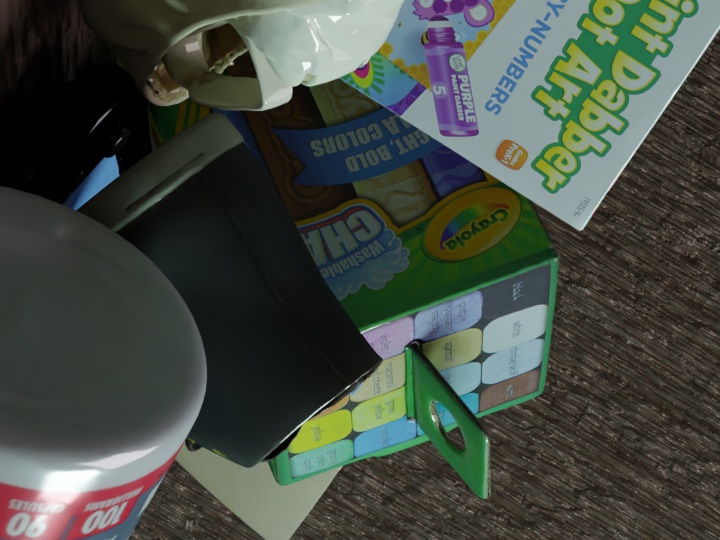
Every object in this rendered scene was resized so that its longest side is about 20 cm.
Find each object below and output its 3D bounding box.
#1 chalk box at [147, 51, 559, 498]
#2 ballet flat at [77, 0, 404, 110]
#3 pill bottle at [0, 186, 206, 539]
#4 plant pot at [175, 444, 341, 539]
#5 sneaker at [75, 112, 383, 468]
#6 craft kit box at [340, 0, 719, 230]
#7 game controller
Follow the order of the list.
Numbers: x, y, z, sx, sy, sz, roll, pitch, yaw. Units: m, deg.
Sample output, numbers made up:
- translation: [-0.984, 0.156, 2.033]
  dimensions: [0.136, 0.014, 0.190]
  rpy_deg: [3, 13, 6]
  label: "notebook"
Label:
- translation: [0.000, 0.000, 0.793]
  dimensions: [0.124, 0.200, 0.125]
  rpy_deg: [-19, 151, -9]
  label: "chalk box"
- translation: [-0.025, -0.085, 0.617]
  dimensions: [0.200, 0.069, 0.070]
  rpy_deg: [-5, -131, 60]
  label: "ballet flat"
- translation: [-0.140, 0.082, 0.635]
  dimensions: [0.200, 0.120, 0.120]
  rpy_deg: [-59, 179, 34]
  label: "pill bottle"
- translation: [-0.061, 0.027, 1.260]
  dimensions: [0.200, 0.177, 0.200]
  rpy_deg: [-58, 180, -26]
  label: "plant pot"
- translation: [-0.081, 0.036, 0.699]
  dimensions: [0.075, 0.106, 0.200]
  rpy_deg: [-36, 180, -41]
  label: "sneaker"
- translation: [0.041, -0.140, 0.652]
  dimensions: [0.200, 0.197, 0.049]
  rpy_deg: [-60, 179, 39]
  label: "craft kit box"
- translation: [-0.121, -0.019, 0.776]
  dimensions: [0.104, 0.042, 0.200]
  rpy_deg: [-58, 178, -10]
  label: "game controller"
